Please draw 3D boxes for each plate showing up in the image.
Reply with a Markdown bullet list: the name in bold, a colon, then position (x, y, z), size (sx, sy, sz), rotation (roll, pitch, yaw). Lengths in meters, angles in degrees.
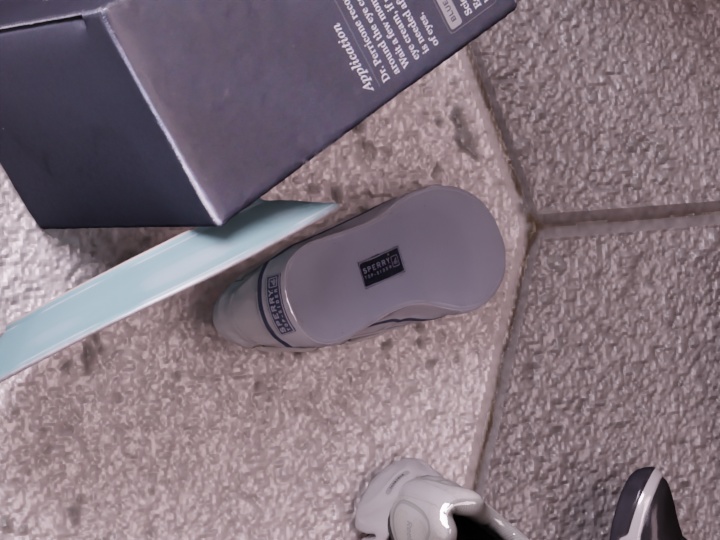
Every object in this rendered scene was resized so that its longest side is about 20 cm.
- **plate**: position (-0.103, 0.005, 1.261), size (0.200, 0.200, 0.026), rotation (-27, 91, -28)

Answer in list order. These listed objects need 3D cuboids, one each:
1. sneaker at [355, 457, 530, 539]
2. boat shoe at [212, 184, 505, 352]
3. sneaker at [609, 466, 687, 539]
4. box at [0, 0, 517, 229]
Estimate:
- **sneaker**: position (0.080, 0.186, 1.436), size (0.200, 0.081, 0.075), rotation (49, 65, -23)
- **boat shoe**: position (0.000, 0.000, 1.398), size (0.200, 0.065, 0.074), rotation (-10, 87, -51)
- **sneaker**: position (0.190, 0.204, 1.489), size (0.072, 0.082, 0.201), rotation (-41, 125, -67)
- **box**: position (-0.068, -0.119, 1.282), size (0.200, 0.196, 0.118), rotation (-37, 108, -25)
